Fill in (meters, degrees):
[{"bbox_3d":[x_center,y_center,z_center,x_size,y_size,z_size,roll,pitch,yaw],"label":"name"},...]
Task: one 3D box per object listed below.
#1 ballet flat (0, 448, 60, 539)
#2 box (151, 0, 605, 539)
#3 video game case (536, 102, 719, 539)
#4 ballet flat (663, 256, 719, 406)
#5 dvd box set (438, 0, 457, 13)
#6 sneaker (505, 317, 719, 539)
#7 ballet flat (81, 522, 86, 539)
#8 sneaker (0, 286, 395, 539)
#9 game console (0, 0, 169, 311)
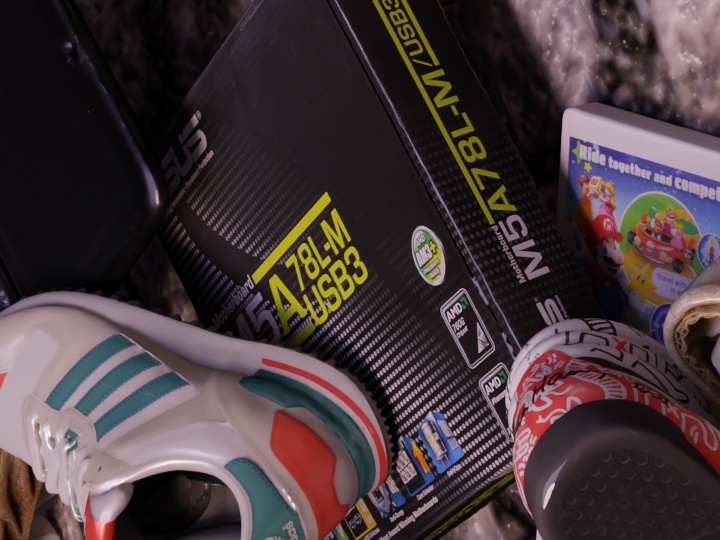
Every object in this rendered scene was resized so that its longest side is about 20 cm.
[{"bbox_3d":[-0.171,0.113,1.135,0.068,0.072,0.201,42,131,34],"label":"ballet flat"},{"bbox_3d":[0.000,0.000,0.888,0.194,0.047,0.200,61,148,10],"label":"box"},{"bbox_3d":[0.118,0.056,0.813,0.143,0.018,0.202,22,117,46],"label":"video game case"},{"bbox_3d":[0.166,0.071,0.706,0.200,0.062,0.068,43,129,24],"label":"ballet flat"},{"bbox_3d":[0.026,-0.187,0.844,0.200,0.029,0.147,-41,70,48],"label":"dvd box set"},{"bbox_3d":[0.124,0.094,0.750,0.067,0.201,0.108,-45,19,12],"label":"sneaker"},{"bbox_3d":[-0.099,0.170,1.077,0.066,0.057,0.202,0,101,49],"label":"ballet flat"},{"bbox_3d":[-0.090,0.066,0.883,0.198,0.093,0.071,10,129,31],"label":"sneaker"},{"bbox_3d":[-0.125,-0.065,1.005,0.116,0.176,0.201,-34,70,15],"label":"game console"}]
